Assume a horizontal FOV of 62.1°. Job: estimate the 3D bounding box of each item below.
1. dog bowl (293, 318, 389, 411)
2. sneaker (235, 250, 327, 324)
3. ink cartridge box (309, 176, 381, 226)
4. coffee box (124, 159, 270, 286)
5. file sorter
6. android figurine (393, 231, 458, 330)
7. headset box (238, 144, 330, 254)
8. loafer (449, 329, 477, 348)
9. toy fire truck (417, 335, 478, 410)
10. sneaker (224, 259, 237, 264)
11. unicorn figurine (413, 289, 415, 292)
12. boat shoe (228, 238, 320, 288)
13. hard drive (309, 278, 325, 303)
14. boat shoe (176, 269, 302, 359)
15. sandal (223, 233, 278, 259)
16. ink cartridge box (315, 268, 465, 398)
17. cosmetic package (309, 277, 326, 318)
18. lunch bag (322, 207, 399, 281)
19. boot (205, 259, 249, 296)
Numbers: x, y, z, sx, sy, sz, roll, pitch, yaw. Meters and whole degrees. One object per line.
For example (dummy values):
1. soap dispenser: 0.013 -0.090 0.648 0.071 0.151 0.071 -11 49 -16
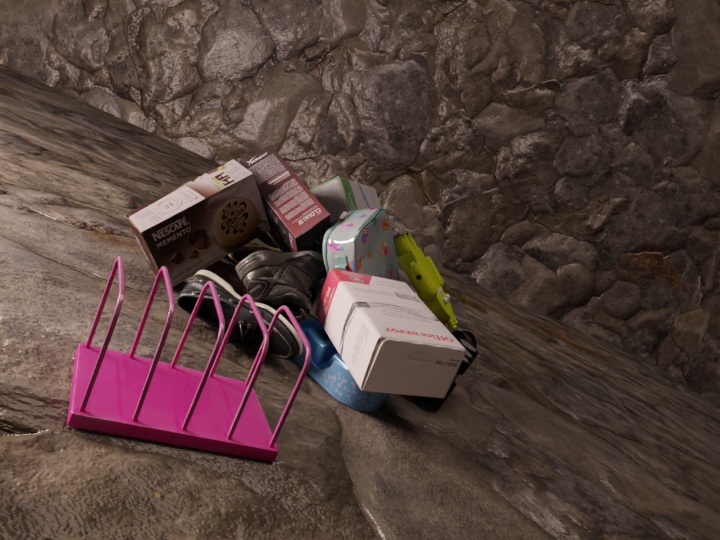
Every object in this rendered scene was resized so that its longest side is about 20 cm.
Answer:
1. dog bowl: -0.031 0.139 0.885 0.110 0.050 0.199 15 13 -47
2. sneaker: -0.102 0.030 0.929 0.198 0.075 0.116 -4 67 -62
3. ink cartridge box: -0.052 -0.114 1.213 0.199 0.143 0.089 -7 77 -69
4. coffee box: -0.258 -0.077 0.966 0.198 0.115 0.079 -32 42 -23
5. file sorter: -0.167 0.083 0.600 0.197 0.127 0.139 20 11 -28
6. android figurine: 0.123 0.020 1.109 0.202 0.041 0.182 60 13 4
7. headset box: -0.121 -0.091 1.038 0.201 0.074 0.149 50 -17 22
8. loafer: 0.197 0.161 1.237 0.069 0.077 0.198 -17 -9 36
9. toy fire truck: 0.082 0.140 1.034 0.199 0.130 0.176 38 12 14
10. sneaker: -0.263 -0.031 1.187 0.196 0.078 0.071 1 60 -26
11. unicorn figurine: 0.111 0.098 1.267 0.200 0.074 0.137 47 26 0
12. boat shoe: -0.158 -0.006 1.111 0.197 0.074 0.063 20 16 -26
13. hard drive: -0.100 -0.007 1.271 0.137 0.033 0.200 20 34 21
14. boat shoe: -0.174 0.073 0.836 0.198 0.075 0.066 35 40 10
15. sandal: -0.225 -0.068 1.136 0.197 0.082 0.054 -2 35 -40
16. ink cartridge box: 0.037 0.087 0.861 0.142 0.086 0.200 11 21 -28
17. cosmetic package: -0.009 0.012 1.169 0.089 0.203 0.106 27 9 19
18. lunch bag: 0.000 0.000 1.012 0.076 0.204 0.160 3 26 28
19. boot: -0.233 0.015 1.003 0.197 0.065 0.186 27 1 3
